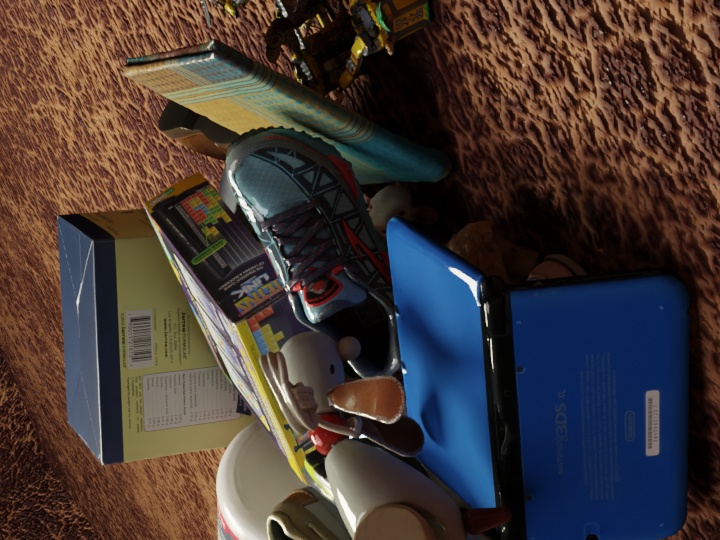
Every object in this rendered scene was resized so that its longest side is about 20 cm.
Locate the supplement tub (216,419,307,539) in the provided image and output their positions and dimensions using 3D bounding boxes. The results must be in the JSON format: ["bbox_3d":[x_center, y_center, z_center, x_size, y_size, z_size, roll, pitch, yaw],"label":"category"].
[{"bbox_3d":[-0.057,0.229,1.270,0.140,0.140,0.201,49,153,28],"label":"supplement tub"}]

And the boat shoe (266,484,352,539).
[{"bbox_3d":[-0.004,0.251,1.041,0.075,0.068,0.201,-43,73,42],"label":"boat shoe"}]

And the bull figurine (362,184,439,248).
[{"bbox_3d":[0.000,0.000,1.113,0.200,0.065,0.122,175,111,-77],"label":"bull figurine"}]

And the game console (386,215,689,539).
[{"bbox_3d":[0.111,0.066,0.905,0.119,0.169,0.201,-93,-4,-57],"label":"game console"}]

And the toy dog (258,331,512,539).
[{"bbox_3d":[0.023,0.117,0.899,0.201,0.096,0.132,64,180,6],"label":"toy dog"}]

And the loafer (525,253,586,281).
[{"bbox_3d":[0.138,0.088,0.946,0.072,0.063,0.201,29,143,53],"label":"loafer"}]

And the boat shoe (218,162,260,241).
[{"bbox_3d":[-0.067,-0.058,1.161,0.199,0.068,0.074,-179,97,-70],"label":"boat shoe"}]

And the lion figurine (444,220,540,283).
[{"bbox_3d":[0.069,0.029,1.021,0.200,0.072,0.123,177,75,-72],"label":"lion figurine"}]

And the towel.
[{"bbox_3d":[-0.050,-0.107,0.994,0.199,0.022,0.146,25,168,-32],"label":"towel"}]

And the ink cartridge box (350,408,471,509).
[{"bbox_3d":[0.051,0.211,1.084,0.146,0.084,0.201,35,127,34],"label":"ink cartridge box"}]

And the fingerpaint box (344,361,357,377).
[{"bbox_3d":[0.018,0.213,1.373,0.200,0.073,0.167,45,155,35],"label":"fingerpaint box"}]

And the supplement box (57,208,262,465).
[{"bbox_3d":[-0.156,0.049,1.293,0.134,0.199,0.202,-155,62,-63],"label":"supplement box"}]

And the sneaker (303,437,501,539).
[{"bbox_3d":[0.030,0.188,0.986,0.200,0.074,0.081,36,129,36],"label":"sneaker"}]

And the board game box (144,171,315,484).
[{"bbox_3d":[-0.083,0.046,1.120,0.165,0.057,0.201,47,163,41],"label":"board game box"}]

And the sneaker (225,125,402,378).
[{"bbox_3d":[-0.020,-0.009,0.973,0.200,0.079,0.096,52,-163,-22],"label":"sneaker"}]

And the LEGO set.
[{"bbox_3d":[-0.054,-0.177,0.965,0.155,0.115,0.200,64,159,-10],"label":"LEGO set"}]

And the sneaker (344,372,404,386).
[{"bbox_3d":[0.054,0.116,1.175,0.199,0.086,0.081,17,111,36],"label":"sneaker"}]

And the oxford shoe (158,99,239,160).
[{"bbox_3d":[-0.102,-0.127,1.247,0.071,0.072,0.200,36,169,-29],"label":"oxford shoe"}]
